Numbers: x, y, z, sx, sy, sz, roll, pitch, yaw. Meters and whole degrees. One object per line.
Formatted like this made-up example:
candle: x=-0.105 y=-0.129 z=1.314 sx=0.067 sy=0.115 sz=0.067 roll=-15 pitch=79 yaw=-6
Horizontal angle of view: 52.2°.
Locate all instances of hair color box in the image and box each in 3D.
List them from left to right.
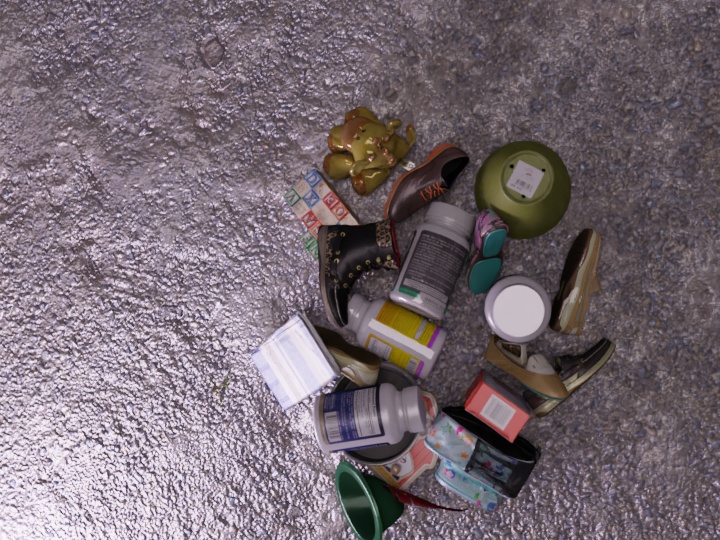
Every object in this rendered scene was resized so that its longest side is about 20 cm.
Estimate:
hair color box: x=0.248 y=0.242 z=1.344 sx=0.101 sy=0.200 sz=0.062 roll=35 pitch=95 yaw=9

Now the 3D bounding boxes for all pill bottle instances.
pill bottle: x=0.019 y=0.272 z=1.371 sx=0.197 sy=0.111 sz=0.113 roll=-11 pitch=88 yaw=11
pill bottle: x=0.063 y=0.120 z=1.427 sx=0.198 sy=0.104 sz=0.105 roll=27 pitch=95 yaw=9
pill bottle: x=0.141 y=-0.019 z=1.395 sx=0.112 sy=0.113 sz=0.202 roll=21 pitch=82 yaw=9
pill bottle: x=0.285 y=0.068 z=1.336 sx=0.118 sy=0.200 sz=0.122 roll=0 pitch=91 yaw=10

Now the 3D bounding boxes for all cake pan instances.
cake pan: x=0.031 y=0.280 z=1.444 sx=0.197 sy=0.037 sz=0.204 roll=-4 pitch=74 yaw=14

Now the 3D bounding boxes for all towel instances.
towel: x=-0.132 y=0.182 z=1.459 sx=0.200 sy=0.024 sz=0.148 roll=-39 pitch=82 yaw=41

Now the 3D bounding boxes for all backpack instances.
backpack: x=0.215 y=0.341 z=1.365 sx=0.199 sy=0.177 sz=0.152 roll=32 pitch=95 yaw=17

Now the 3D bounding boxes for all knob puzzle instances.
knob puzzle: x=0.076 y=0.320 z=1.463 sx=0.216 sy=0.030 sz=0.224 roll=0 pitch=90 yaw=11

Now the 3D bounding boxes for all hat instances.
hat: x=0.069 y=0.444 z=1.459 sx=0.174 sy=0.167 sz=0.201 roll=-16 pitch=59 yaw=-28

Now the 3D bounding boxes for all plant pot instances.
plant pot: x=0.298 y=-0.155 z=1.332 sx=0.184 sy=0.200 sz=0.190 roll=0 pitch=91 yaw=10

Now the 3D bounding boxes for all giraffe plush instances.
giraffe plush: x=0.017 y=-0.233 z=1.402 sx=0.197 sy=0.162 sz=0.175 roll=13 pitch=93 yaw=10

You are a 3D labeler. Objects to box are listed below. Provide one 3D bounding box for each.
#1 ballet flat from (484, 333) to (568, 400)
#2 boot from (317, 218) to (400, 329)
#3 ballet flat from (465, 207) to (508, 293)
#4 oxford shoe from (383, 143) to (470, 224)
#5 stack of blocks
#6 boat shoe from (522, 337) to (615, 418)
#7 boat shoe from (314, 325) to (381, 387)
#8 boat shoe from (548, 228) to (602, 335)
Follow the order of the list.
ballet flat: x=0.302 y=0.172 z=1.351 sx=0.199 sy=0.068 sz=0.064 roll=27 pitch=115 yaw=51
boot: x=0.000 y=0.000 z=1.382 sx=0.148 sy=0.073 sz=0.203 roll=-10 pitch=72 yaw=13
ballet flat: x=0.233 y=-0.041 z=1.381 sx=0.068 sy=0.201 sz=0.072 roll=-9 pitch=53 yaw=-8
oxford shoe: x=0.126 y=-0.163 z=1.403 sx=0.200 sy=0.072 sz=0.071 roll=-47 pitch=122 yaw=-4
stack of blocks: x=-0.067 y=-0.088 z=1.472 sx=0.115 sy=0.059 sz=0.201 roll=-40 pitch=84 yaw=9
boat shoe: x=0.388 y=0.188 z=1.373 sx=0.200 sy=0.072 sz=0.066 roll=-42 pitch=80 yaw=-4
boat shoe: x=-0.049 y=0.169 z=1.451 sx=0.199 sy=0.073 sz=0.064 roll=22 pitch=113 yaw=27
boat shoe: x=0.420 y=0.024 z=1.386 sx=0.075 sy=0.072 sz=0.203 roll=16 pitch=101 yaw=-4
